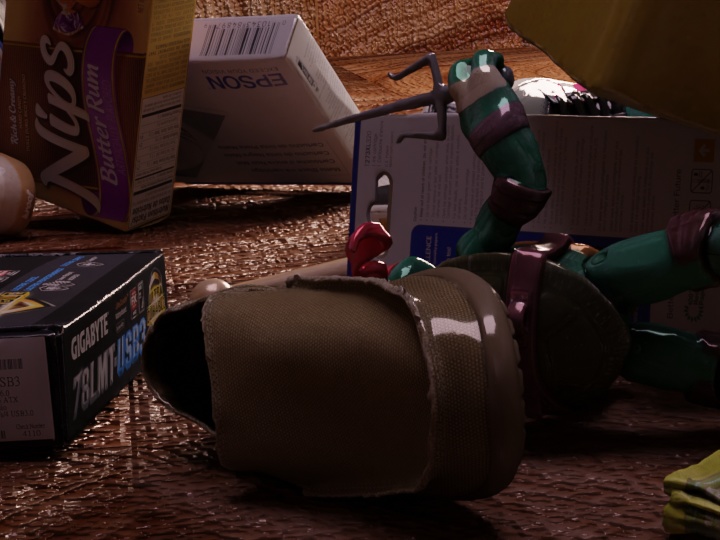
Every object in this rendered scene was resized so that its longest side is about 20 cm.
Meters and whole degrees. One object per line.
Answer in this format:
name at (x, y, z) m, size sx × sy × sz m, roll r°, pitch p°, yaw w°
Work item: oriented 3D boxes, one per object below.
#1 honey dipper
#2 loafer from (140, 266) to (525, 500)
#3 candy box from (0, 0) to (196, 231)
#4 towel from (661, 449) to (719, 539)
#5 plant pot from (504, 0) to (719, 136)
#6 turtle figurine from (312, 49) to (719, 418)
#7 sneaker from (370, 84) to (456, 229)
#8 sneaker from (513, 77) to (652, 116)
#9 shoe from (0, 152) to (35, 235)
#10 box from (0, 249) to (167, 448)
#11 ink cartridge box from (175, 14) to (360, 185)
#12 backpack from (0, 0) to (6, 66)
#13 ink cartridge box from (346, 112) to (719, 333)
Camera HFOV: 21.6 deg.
honey dipper at (0.000, 0.000, 0.943) m, size 0.199 × 0.038 × 0.038 m, roll -15°, pitch 15°, yaw -36°
loafer at (-0.014, 0.039, 0.611) m, size 0.067 × 0.077 × 0.200 m, roll -8°, pitch 1°, yaw -26°
candy box at (-0.171, -0.139, 1.213) m, size 0.116 × 0.202 × 0.056 m, roll 20°, pitch 22°, yaw 25°
towel at (0.192, 0.068, 0.535) m, size 0.198 × 0.018 × 0.086 m, roll 4°, pitch 13°, yaw 32°
plant pot at (0.190, -0.152, 0.742) m, size 0.192 × 0.202 × 0.196 m, roll 16°, pitch 12°, yaw -9°
turtle figurine at (0.073, 0.007, 0.673) m, size 0.198 × 0.150 × 0.101 m, roll 6°, pitch 50°, yaw 26°
sneaker at (0.047, -0.069, 1.158) m, size 0.075 × 0.089 × 0.200 m, roll 3°, pitch 13°, yaw 22°
sneaker at (0.187, -0.110, 1.390) m, size 0.120 × 0.085 × 0.199 m, roll -6°, pitch 3°, yaw 44°
shoe at (-0.287, -0.063, 1.254) m, size 0.053 × 0.071 × 0.199 m, roll 0°, pitch 8°, yaw -40°
box at (-0.192, 0.030, 0.770) m, size 0.196 × 0.050 × 0.200 m, roll -1°, pitch 9°, yaw 6°
ink cartridge box at (-0.091, -0.099, 1.309) m, size 0.198 × 0.041 × 0.200 m, roll 1°, pitch -30°, yaw 28°
backpack at (-0.317, -0.156, 1.488) m, size 0.154 × 0.201 × 0.190 m, roll -36°, pitch 26°, yaw -10°
ink cartridge box at (0.082, -0.020, 0.834) m, size 0.198 × 0.096 × 0.037 m, roll 5°, pitch 3°, yaw 35°
